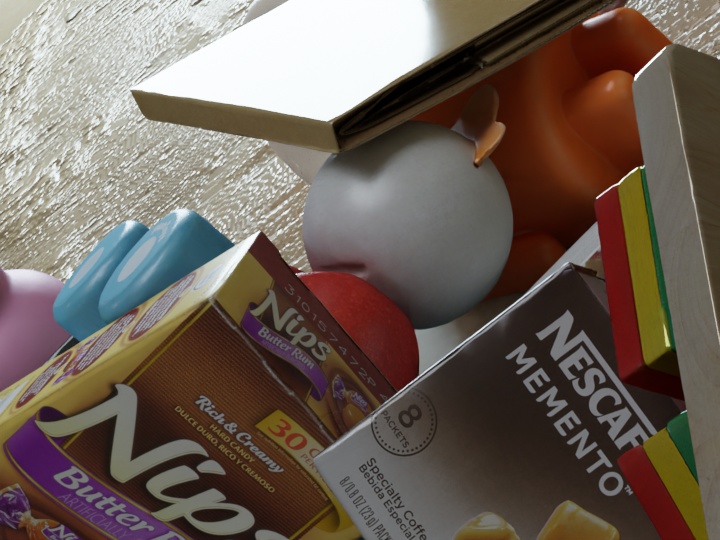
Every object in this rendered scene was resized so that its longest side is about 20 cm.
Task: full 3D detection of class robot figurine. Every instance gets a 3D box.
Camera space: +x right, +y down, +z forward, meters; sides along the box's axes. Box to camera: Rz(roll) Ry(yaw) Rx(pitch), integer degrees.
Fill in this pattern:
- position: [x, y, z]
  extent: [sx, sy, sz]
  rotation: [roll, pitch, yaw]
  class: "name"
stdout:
- position: [0.070, -0.059, 1.097]
  extent: [0.200, 0.144, 0.117]
  rotation: [-21, -6, 40]
  class: "robot figurine"

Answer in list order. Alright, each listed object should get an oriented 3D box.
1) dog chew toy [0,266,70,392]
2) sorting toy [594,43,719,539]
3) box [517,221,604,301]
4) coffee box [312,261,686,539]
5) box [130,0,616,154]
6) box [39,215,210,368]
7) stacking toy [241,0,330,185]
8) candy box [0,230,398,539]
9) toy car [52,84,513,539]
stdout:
- position: [-0.182, 0.058, 1.202]
  extent: [0.125, 0.200, 0.125]
  rotation: [-33, 30, 23]
  class: "dog chew toy"
- position: [0.163, 0.054, 0.688]
  extent: [0.070, 0.200, 0.199]
  rotation: [-41, 42, 43]
  class: "sorting toy"
- position: [0.093, 0.019, 0.961]
  extent: [0.200, 0.039, 0.041]
  rotation: [-44, 8, -32]
  class: "box"
- position: [0.091, 0.111, 0.744]
  extent: [0.114, 0.200, 0.080]
  rotation: [-37, -12, 10]
  class: "coffee box"
- position: [0.001, -0.107, 1.061]
  extent: [0.163, 0.021, 0.200]
  rotation: [-32, 24, -24]
  class: "box"
- position: [-0.100, 0.090, 1.120]
  extent: [0.200, 0.144, 0.036]
  rotation: [-47, -11, -1]
  class: "box"
- position: [0.040, -0.139, 1.277]
  extent: [0.146, 0.146, 0.200]
  rotation: [-11, 24, 48]
  class: "stacking toy"
- position: [-0.080, 0.079, 0.912]
  extent: [0.200, 0.117, 0.056]
  rotation: [-32, 16, 35]
  class: "candy box"
- position: [0.000, 0.000, 1.014]
  extent: [0.200, 0.184, 0.177]
  rotation: [-53, 14, -14]
  class: "toy car"
